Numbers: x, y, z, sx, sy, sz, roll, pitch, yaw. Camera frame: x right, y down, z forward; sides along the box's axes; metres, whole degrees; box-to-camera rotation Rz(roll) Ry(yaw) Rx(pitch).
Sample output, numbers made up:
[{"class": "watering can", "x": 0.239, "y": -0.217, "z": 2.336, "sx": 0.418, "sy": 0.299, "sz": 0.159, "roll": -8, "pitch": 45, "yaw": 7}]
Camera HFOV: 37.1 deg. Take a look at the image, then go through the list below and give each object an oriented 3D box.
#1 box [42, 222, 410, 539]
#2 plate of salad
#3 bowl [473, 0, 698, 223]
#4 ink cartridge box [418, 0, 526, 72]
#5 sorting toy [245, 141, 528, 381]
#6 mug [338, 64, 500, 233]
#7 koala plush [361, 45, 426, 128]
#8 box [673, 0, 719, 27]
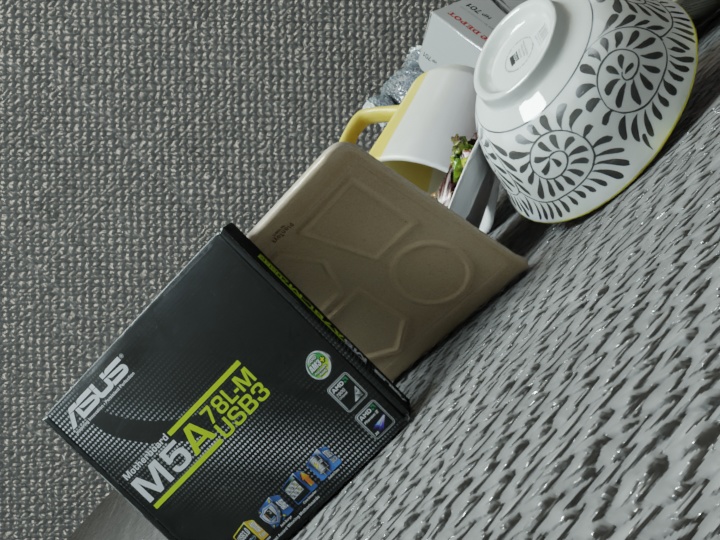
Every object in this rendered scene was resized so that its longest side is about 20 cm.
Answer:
[{"class": "box", "x": -0.097, "y": 0.102, "z": 0.789, "sx": 0.200, "sy": 0.193, "sz": 0.048, "roll": -44, "pitch": 6, "yaw": 9}, {"class": "plate of salad", "x": 0.076, "y": -0.039, "z": 0.950, "sx": 0.200, "sy": 0.048, "sz": 0.202, "roll": 21, "pitch": -90, "yaw": -79}, {"class": "bowl", "x": 0.150, "y": -0.147, "z": 0.826, "sx": 0.200, "sy": 0.094, "sz": 0.202, "roll": -39, "pitch": 36, "yaw": 36}, {"class": "ink cartridge box", "x": 0.197, "y": -0.293, "z": 1.401, "sx": 0.199, "sy": 0.146, "sz": 0.086, "roll": -29, "pitch": -31, "yaw": -36}, {"class": "sorting toy", "x": 0.002, "y": 0.000, "z": 0.839, "sx": 0.185, "sy": 0.199, "sz": 0.037, "roll": -43, "pitch": 32, "yaw": 32}, {"class": "mug", "x": 0.073, "y": -0.140, "z": 1.139, "sx": 0.150, "sy": 0.185, "sz": 0.154, "roll": 109, "pitch": -178, "yaw": -65}, {"class": "koala plush", "x": 0.108, "y": -0.196, "z": 1.434, "sx": 0.178, "sy": 0.200, "sz": 0.184, "roll": -48, "pitch": 5, "yaw": -28}, {"class": "box", "x": 0.276, "y": -0.281, "z": 0.994, "sx": 0.127, "sy": 0.110, "sz": 0.200, "roll": -21, "pitch": -11, "yaw": -34}]
